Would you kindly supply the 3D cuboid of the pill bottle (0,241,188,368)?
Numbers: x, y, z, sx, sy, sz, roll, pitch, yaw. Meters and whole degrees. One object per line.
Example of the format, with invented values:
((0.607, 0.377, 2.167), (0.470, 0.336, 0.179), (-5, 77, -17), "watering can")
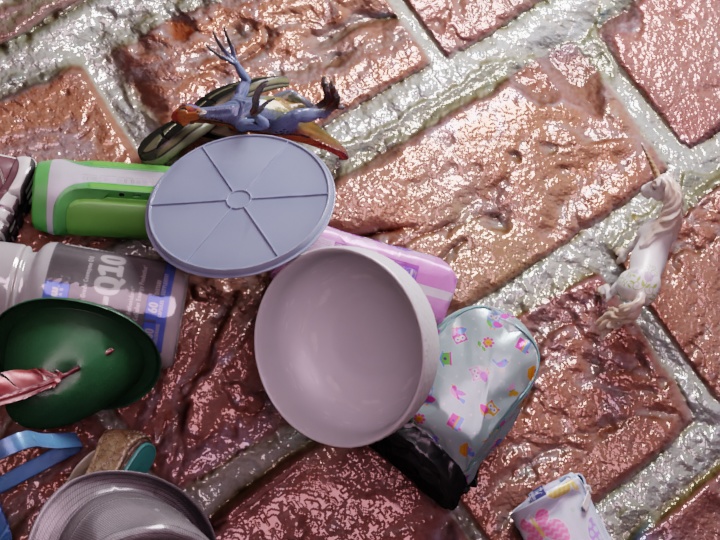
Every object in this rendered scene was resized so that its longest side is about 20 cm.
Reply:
((-0.287, 0.033, 1.213), (0.199, 0.114, 0.114), (9, 70, -7), "pill bottle")

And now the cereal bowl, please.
((-0.005, 0.073, 1.169), (0.200, 0.200, 0.083), (59, 29, 11), "cereal bowl")

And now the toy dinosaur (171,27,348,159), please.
((-0.110, -0.164, 1.277), (0.181, 0.200, 0.105), (-20, 32, -7), "toy dinosaur")

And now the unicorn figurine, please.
((0.327, -0.023, 1.334), (0.074, 0.137, 0.200), (10, 70, -6), "unicorn figurine")

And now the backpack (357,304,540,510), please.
((0.106, 0.134, 1.242), (0.167, 0.127, 0.200), (42, 74, 3), "backpack")

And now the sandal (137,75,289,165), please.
((-0.166, -0.169, 1.335), (0.201, 0.080, 0.057), (-37, 114, -21), "sandal")

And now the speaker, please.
((-0.254, -0.075, 1.270), (0.199, 0.088, 0.089), (4, 71, -10), "speaker")

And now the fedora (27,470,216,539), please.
((-0.214, 0.287, 1.115), (0.200, 0.090, 0.177), (32, 69, -26), "fedora")

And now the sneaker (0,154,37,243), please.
((-0.432, -0.048, 1.242), (0.115, 0.076, 0.200), (17, 59, 1), "sneaker")

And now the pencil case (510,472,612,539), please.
((0.243, 0.316, 1.231), (0.091, 0.083, 0.200), (-31, 80, 4), "pencil case")

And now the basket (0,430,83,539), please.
((-0.377, 0.208, 1.108), (0.200, 0.176, 0.139), (-32, 78, 0), "basket")

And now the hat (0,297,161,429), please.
((-0.303, 0.140, 1.112), (0.199, 0.166, 0.176), (11, 41, -9), "hat")

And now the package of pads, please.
((0.000, 0.000, 1.273), (0.200, 0.121, 0.076), (16, 90, -5), "package of pads")

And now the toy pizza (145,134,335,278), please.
((-0.124, -0.064, 1.203), (0.200, 0.032, 0.201), (-4, 50, 5), "toy pizza")

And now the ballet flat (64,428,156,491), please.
((-0.283, 0.248, 1.176), (0.065, 0.071, 0.200), (19, 63, 26), "ballet flat")
